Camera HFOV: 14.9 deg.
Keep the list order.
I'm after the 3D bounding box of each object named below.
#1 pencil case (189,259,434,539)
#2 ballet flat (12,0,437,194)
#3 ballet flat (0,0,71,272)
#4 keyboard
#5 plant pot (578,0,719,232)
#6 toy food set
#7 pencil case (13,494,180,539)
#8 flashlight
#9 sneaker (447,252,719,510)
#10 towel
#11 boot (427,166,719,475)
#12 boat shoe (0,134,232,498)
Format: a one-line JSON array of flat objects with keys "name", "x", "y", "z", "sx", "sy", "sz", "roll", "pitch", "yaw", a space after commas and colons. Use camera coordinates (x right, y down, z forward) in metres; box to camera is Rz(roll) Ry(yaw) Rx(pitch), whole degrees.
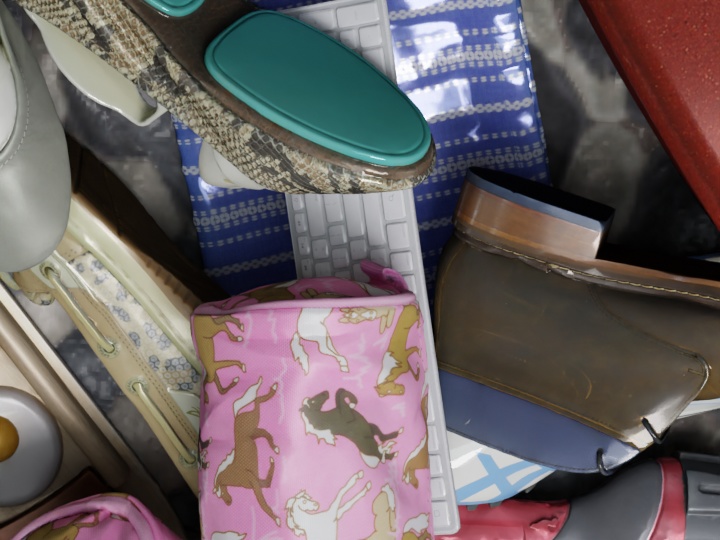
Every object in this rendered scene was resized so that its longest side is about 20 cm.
[{"name": "pencil case", "x": -0.011, "y": 0.100, "z": 0.992, "sx": 0.082, "sy": 0.086, "sz": 0.201, "roll": -5, "pitch": 93, "yaw": 29}, {"name": "ballet flat", "x": -0.062, "y": -0.076, "z": 1.014, "sx": 0.200, "sy": 0.068, "sz": 0.075, "roll": 36, "pitch": 131, "yaw": 9}, {"name": "ballet flat", "x": -0.160, "y": -0.094, "z": 0.978, "sx": 0.067, "sy": 0.064, "sz": 0.201, "roll": -20, "pitch": 85, "yaw": 9}, {"name": "keyboard", "x": 0.000, "y": 0.000, "z": 1.029, "sx": 0.056, "sy": 0.011, "sz": 0.201, "roll": -7, "pitch": 92, "yaw": 39}, {"name": "plant pot", "x": 0.159, "y": -0.131, "z": 0.985, "sx": 0.200, "sy": 0.200, "sz": 0.176, "roll": -40, "pitch": 96, "yaw": 7}, {"name": "toy food set", "x": -0.178, "y": 0.078, "z": 1.073, "sx": 0.143, "sy": 0.060, "sz": 0.200, "roll": -34, "pitch": 110, "yaw": 5}, {"name": "pencil case", "x": -0.067, "y": 0.168, "z": 1.062, "sx": 0.086, "sy": 0.083, "sz": 0.200, "roll": -34, "pitch": 137, "yaw": 4}, {"name": "flashlight", "x": 0.057, "y": 0.100, "z": 1.111, "sx": 0.199, "sy": 0.068, "sz": 0.068, "roll": 7, "pitch": 145, "yaw": -5}, {"name": "sneaker", "x": 0.089, "y": 0.035, "z": 1.078, "sx": 0.199, "sy": 0.072, "sz": 0.073, "roll": -19, "pitch": 145, "yaw": -8}, {"name": "towel", "x": -0.002, "y": -0.067, "z": 1.066, "sx": 0.144, "sy": 0.024, "sz": 0.201, "roll": -12, "pitch": 110, "yaw": -2}, {"name": "boot", "x": 0.116, "y": 0.041, "z": 1.017, "sx": 0.199, "sy": 0.075, "sz": 0.097, "roll": 23, "pitch": 101, "yaw": 14}, {"name": "boat shoe", "x": -0.098, "y": 0.011, "z": 1.049, "sx": 0.063, "sy": 0.073, "sz": 0.200, "roll": -43, "pitch": 99, "yaw": 10}]
